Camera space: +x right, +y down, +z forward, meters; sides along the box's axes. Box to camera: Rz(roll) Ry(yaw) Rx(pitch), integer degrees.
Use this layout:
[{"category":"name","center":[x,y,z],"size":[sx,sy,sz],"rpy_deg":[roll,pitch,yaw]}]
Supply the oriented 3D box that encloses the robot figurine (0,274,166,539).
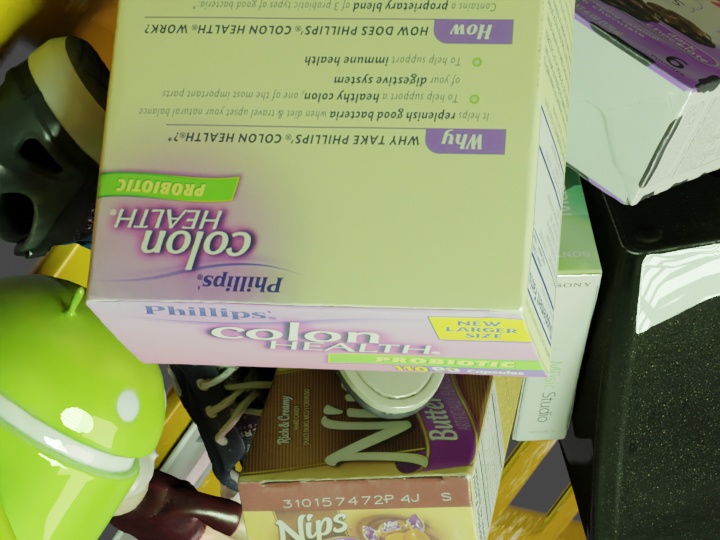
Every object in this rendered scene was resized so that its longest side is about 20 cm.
[{"category":"robot figurine","center":[-0.166,0.089,1.246],"size":[0.201,0.115,0.175],"rpy_deg":[-56,171,9]}]

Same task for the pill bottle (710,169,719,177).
[{"category":"pill bottle","center":[0.204,-0.121,1.663],"size":[0.111,0.111,0.200],"rpy_deg":[-60,-179,24]}]

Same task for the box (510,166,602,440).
[{"category":"box","center":[0.092,-0.026,1.542],"size":[0.036,0.201,0.145],"rpy_deg":[-4,139,-9]}]

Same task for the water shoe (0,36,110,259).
[{"category":"water shoe","center":[-0.127,-0.041,1.209],"size":[0.079,0.072,0.200],"rpy_deg":[-29,156,-1]}]

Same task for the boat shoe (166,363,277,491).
[{"category":"boat shoe","center":[-0.063,0.044,1.419],"size":[0.074,0.093,0.200],"rpy_deg":[-20,157,-3]}]

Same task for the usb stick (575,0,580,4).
[{"category":"usb stick","center":[0.113,-0.160,1.315],"size":[0.200,0.033,0.055],"rpy_deg":[-43,-165,-33]}]

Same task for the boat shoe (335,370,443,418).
[{"category":"boat shoe","center":[0.000,0.000,1.382],"size":[0.072,0.201,0.063],"rpy_deg":[-7,142,-14]}]

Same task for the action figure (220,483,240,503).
[{"category":"action figure","center":[-0.004,0.033,1.589],"size":[0.148,0.134,0.201],"rpy_deg":[1,123,-12]}]

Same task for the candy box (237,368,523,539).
[{"category":"candy box","center":[0.015,0.070,1.385],"size":[0.200,0.116,0.057],"rpy_deg":[-70,155,-59]}]

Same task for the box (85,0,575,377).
[{"category":"box","center":[-0.007,-0.066,1.118],"size":[0.097,0.175,0.202],"rpy_deg":[60,33,-69]}]

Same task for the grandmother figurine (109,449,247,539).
[{"category":"grandmother figurine","center":[-0.103,0.138,1.505],"size":[0.200,0.120,0.061],"rpy_deg":[47,45,-51]}]

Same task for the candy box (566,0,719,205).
[{"category":"candy box","center":[0.126,-0.121,1.418],"size":[0.200,0.167,0.072],"rpy_deg":[-22,143,-59]}]

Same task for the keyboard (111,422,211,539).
[{"category":"keyboard","center":[-0.086,0.091,1.617],"size":[0.201,0.011,0.056],"rpy_deg":[-55,157,7]}]

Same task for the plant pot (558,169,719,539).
[{"category":"plant pot","center":[0.203,0.019,1.525],"size":[0.198,0.200,0.178],"rpy_deg":[-9,124,-2]}]
